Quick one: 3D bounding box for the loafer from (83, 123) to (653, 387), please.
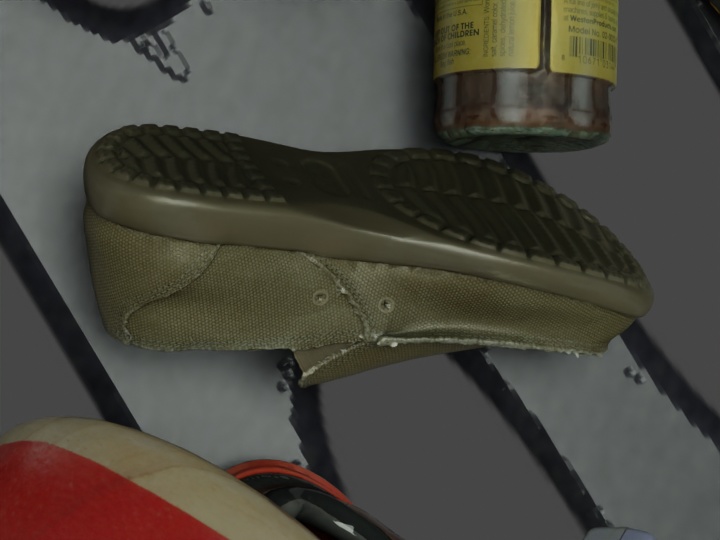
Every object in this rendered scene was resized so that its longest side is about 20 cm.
[{"bbox_3d":[0.000,0.000,0.756,0.199,0.076,0.068,11,118,-18],"label":"loafer"}]

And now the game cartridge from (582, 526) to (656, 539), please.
[{"bbox_3d":[0.059,0.189,0.681,0.200,0.038,0.130,-55,134,-33],"label":"game cartridge"}]

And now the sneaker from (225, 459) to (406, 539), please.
[{"bbox_3d":[0.027,0.138,0.742,0.200,0.082,0.077,36,79,-7],"label":"sneaker"}]

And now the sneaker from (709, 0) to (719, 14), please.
[{"bbox_3d":[0.170,-0.092,0.794,0.200,0.077,0.078,43,77,-7],"label":"sneaker"}]

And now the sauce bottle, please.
[{"bbox_3d":[0.059,-0.141,0.780,0.064,0.065,0.201,5,85,-12],"label":"sauce bottle"}]

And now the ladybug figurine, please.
[{"bbox_3d":[-0.054,0.127,0.696,0.200,0.136,0.072,38,43,5],"label":"ladybug figurine"}]
